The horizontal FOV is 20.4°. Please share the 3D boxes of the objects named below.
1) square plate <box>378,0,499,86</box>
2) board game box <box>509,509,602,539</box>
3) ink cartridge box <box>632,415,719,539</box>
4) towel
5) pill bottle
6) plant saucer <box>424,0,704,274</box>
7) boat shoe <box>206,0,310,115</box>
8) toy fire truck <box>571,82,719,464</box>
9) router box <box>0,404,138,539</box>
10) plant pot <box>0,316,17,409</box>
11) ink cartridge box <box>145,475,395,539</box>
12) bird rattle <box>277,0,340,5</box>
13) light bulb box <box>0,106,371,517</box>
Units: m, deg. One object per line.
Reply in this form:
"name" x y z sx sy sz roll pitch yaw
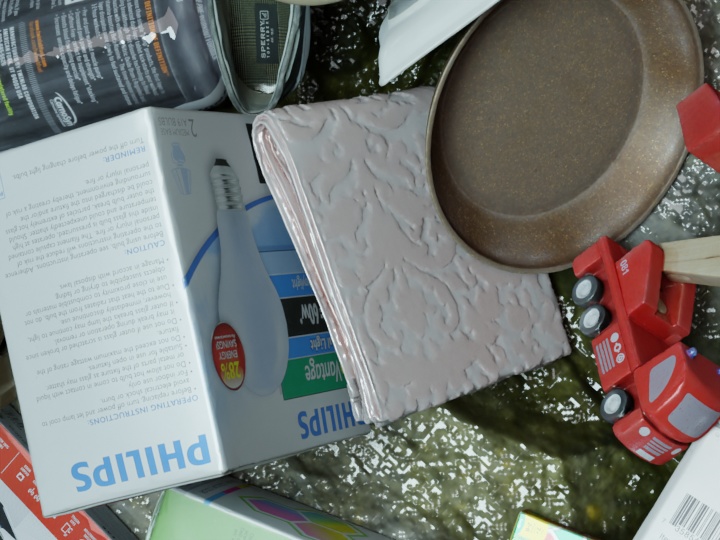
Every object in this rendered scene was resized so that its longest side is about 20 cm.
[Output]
"square plate" 0.084 -0.190 1.193 0.199 0.198 0.029 -38 98 8
"board game box" 0.176 0.229 1.240 0.198 0.030 0.096 20 91 10
"ink cartridge box" 0.257 0.144 1.182 0.145 0.084 0.201 32 86 13
"towel" 0.035 -0.016 1.206 0.032 0.199 0.193 -24 83 41
"pill bottle" -0.150 -0.144 1.287 0.198 0.106 0.107 -12 85 11
"plant saucer" 0.117 -0.097 1.210 0.201 0.200 0.037 -56 39 4
"boat shoe" -0.057 -0.184 1.170 0.071 0.071 0.202 -4 120 5
"toy fire truck" 0.195 0.001 1.193 0.141 0.049 0.201 -39 39 29
"router box" -0.263 0.189 1.324 0.200 0.049 0.180 43 96 11
"plant pot" -0.278 0.000 1.253 0.173 0.200 0.201 34 95 18
"ink cartridge box" -0.026 0.189 1.245 0.198 0.104 0.060 20 95 12
"bird rattle" -0.015 -0.222 1.101 0.199 0.113 0.163 31 116 -16
"light bulb box" -0.105 0.021 1.159 0.124 0.198 0.202 -14 87 24
